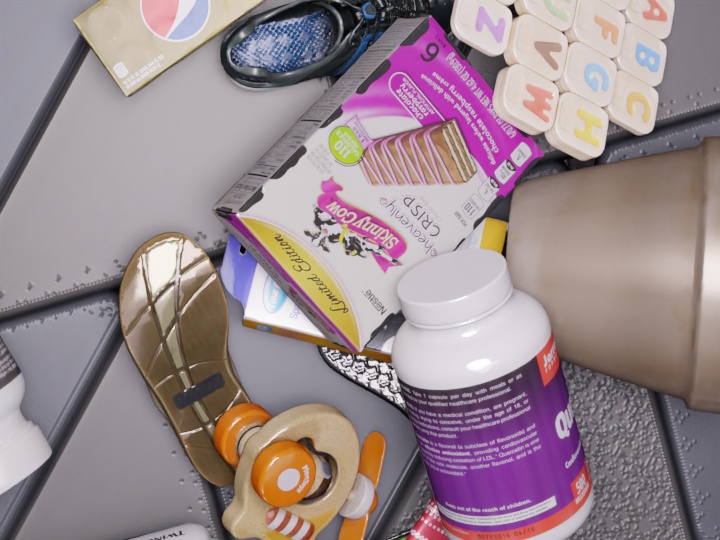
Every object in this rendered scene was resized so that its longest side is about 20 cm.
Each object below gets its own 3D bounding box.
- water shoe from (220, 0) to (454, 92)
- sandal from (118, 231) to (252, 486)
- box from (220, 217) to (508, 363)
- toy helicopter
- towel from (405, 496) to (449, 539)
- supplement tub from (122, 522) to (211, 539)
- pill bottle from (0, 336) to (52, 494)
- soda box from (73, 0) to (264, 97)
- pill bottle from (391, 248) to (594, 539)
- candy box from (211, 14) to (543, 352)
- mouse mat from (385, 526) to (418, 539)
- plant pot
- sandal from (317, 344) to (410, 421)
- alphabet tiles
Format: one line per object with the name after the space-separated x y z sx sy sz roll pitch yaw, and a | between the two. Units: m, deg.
-0.004 -0.175 1.223 0.199 0.079 0.072 -22 97 -5 | water shoe
-0.126 0.066 1.246 0.080 0.054 0.201 -24 112 -11 | sandal
0.000 0.000 1.240 0.199 0.041 0.120 14 78 -1 | box
-0.043 0.192 1.255 0.132 0.079 0.201 -4 113 -32 | toy helicopter
0.061 0.275 1.266 0.144 0.022 0.201 32 93 -21 | towel
-0.193 0.264 1.215 0.199 0.123 0.123 -14 96 -6 | supplement tub
-0.309 0.069 1.189 0.116 0.116 0.201 -30 97 -4 | pill bottle
-0.107 -0.209 1.216 0.200 0.064 0.068 -36 98 -3 | soda box
0.088 0.091 1.160 0.112 0.113 0.201 -19 114 -5 | pill bottle
0.014 -0.062 1.180 0.200 0.061 0.136 -47 110 -12 | candy box
0.012 0.302 1.273 0.160 0.008 0.201 -22 110 -10 | mouse mat
0.195 0.000 1.222 0.172 0.200 0.201 3 95 10 | plant pot
0.057 0.092 1.274 0.200 0.048 0.075 39 85 5 | sandal
0.153 -0.186 1.222 0.195 0.015 0.201 24 68 -30 | alphabet tiles
